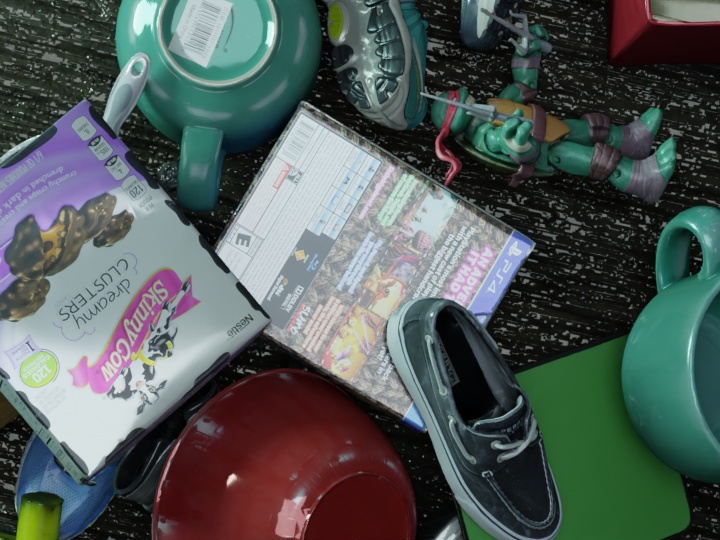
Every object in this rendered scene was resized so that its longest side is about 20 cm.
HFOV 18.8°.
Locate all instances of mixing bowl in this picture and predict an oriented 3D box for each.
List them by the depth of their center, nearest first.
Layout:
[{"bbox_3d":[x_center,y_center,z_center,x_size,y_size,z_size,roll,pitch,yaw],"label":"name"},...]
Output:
[{"bbox_3d":[-0.033,0.177,1.519,0.199,0.108,0.202,-9,104,-37],"label":"mixing bowl"}]

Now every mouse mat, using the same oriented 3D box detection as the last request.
[{"bbox_3d":[0.149,0.142,1.575,0.199,0.008,0.162,-17,94,-28],"label":"mouse mat"}]

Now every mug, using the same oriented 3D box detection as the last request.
[{"bbox_3d":[0.268,0.061,1.568,0.151,0.114,0.186,15,77,-24],"label":"mug"},{"bbox_3d":[-0.097,-0.153,1.583,0.151,0.114,0.186,-24,87,-4],"label":"mug"}]

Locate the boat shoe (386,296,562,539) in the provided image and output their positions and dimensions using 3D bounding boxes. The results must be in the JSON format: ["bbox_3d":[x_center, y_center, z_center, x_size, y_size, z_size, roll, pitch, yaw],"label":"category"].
[{"bbox_3d":[0.091,0.106,1.504,0.072,0.068,0.201,-32,101,-26],"label":"boat shoe"}]

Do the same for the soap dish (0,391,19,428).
[{"bbox_3d":[-0.302,0.021,1.558,0.157,0.081,0.200,-36,90,17],"label":"soap dish"}]

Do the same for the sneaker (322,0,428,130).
[{"bbox_3d":[0.012,-0.196,1.615,0.077,0.080,0.201,-14,68,24],"label":"sneaker"}]

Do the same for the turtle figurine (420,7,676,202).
[{"bbox_3d":[0.127,-0.111,1.585,0.199,0.101,0.150,16,43,-14],"label":"turtle figurine"}]

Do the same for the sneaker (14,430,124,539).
[{"bbox_3d":[-0.191,0.107,1.574,0.078,0.089,0.201,29,87,0],"label":"sneaker"}]

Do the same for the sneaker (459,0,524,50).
[{"bbox_3d":[0.084,-0.263,1.631,0.086,0.078,0.201,4,83,16],"label":"sneaker"}]

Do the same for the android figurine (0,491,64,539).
[{"bbox_3d":[-0.267,0.252,1.564,0.181,0.041,0.201,8,101,12],"label":"android figurine"}]

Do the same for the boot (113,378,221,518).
[{"bbox_3d":[-0.134,0.183,1.552,0.132,0.070,0.201,40,72,-39],"label":"boot"}]

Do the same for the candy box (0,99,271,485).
[{"bbox_3d":[-0.188,0.016,1.477,0.168,0.072,0.200,-41,90,-16],"label":"candy box"}]

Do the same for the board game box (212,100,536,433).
[{"bbox_3d":[0.000,0.000,1.585,0.199,0.097,0.160,32,85,0],"label":"board game box"}]

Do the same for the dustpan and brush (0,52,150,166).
[{"bbox_3d":[-0.195,-0.073,1.567,0.139,0.057,0.201,30,106,1],"label":"dustpan and brush"}]

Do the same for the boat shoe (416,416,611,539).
[{"bbox_3d":[0.096,0.189,1.590,0.202,0.074,0.065,-41,93,-14],"label":"boat shoe"}]

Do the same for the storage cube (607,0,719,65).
[{"bbox_3d":[0.275,-0.246,1.575,0.199,0.180,0.172,-2,86,-4],"label":"storage cube"}]
